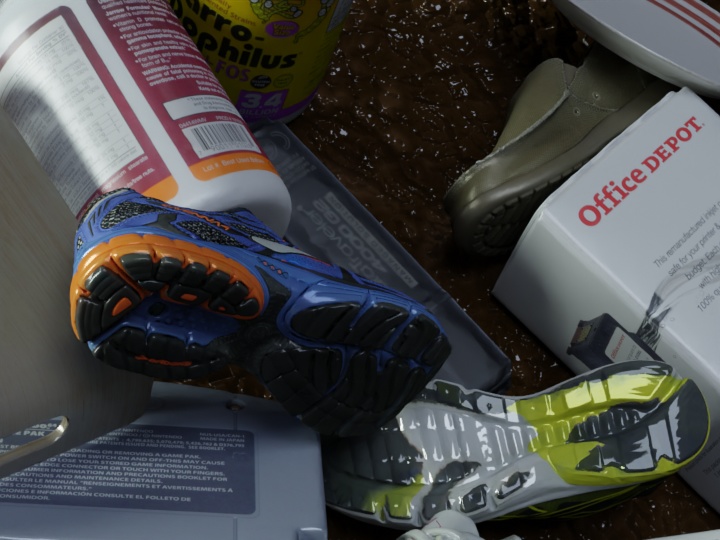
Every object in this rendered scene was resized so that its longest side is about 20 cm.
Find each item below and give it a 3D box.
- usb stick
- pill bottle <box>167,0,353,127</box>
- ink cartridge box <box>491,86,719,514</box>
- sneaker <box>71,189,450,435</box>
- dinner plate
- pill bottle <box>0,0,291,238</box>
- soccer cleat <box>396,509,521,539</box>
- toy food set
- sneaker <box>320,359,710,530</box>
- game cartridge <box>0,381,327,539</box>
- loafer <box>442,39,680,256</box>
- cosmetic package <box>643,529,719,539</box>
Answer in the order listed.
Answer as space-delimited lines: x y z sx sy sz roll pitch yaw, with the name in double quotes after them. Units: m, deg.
0.000 0.000 0.864 0.055 0.033 0.200 -37 75 -26 "usb stick"
-0.048 -0.170 0.853 0.103 0.201 0.105 8 55 -13 "pill bottle"
0.193 0.020 0.883 0.200 0.085 0.144 44 56 11 "ink cartridge box"
-0.040 0.011 0.718 0.199 0.075 0.079 23 27 -37 "sneaker"
0.176 -0.148 0.983 0.198 0.024 0.201 24 23 -11 "dinner plate"
-0.127 -0.082 0.826 0.109 0.110 0.201 -22 67 -29 "pill bottle"
0.020 0.146 0.701 0.199 0.069 0.088 21 65 -59 "soccer cleat"
-0.197 0.002 0.711 0.143 0.061 0.201 -20 67 -43 "toy food set"
0.072 0.099 0.803 0.197 0.085 0.075 -5 62 4 "sneaker"
-0.115 0.094 0.720 0.197 0.041 0.134 4 30 -6 "game cartridge"
0.105 -0.073 0.925 0.067 0.076 0.199 45 46 13 "loafer"
0.131 0.221 0.706 0.085 0.107 0.201 44 49 -30 "cosmetic package"
